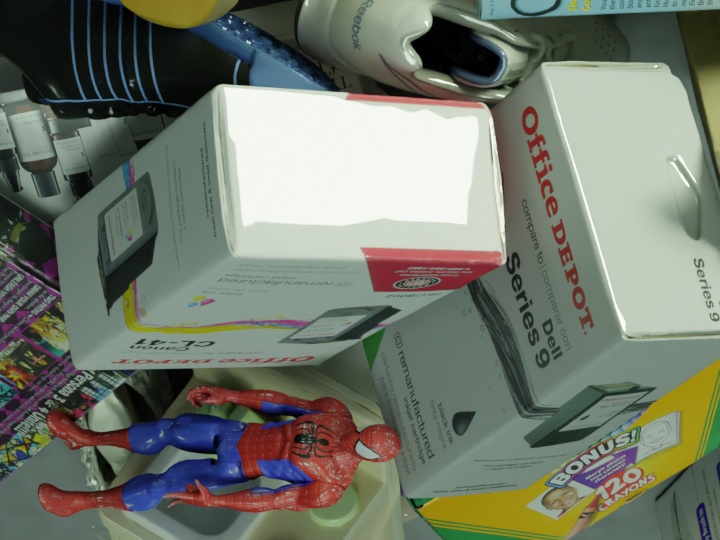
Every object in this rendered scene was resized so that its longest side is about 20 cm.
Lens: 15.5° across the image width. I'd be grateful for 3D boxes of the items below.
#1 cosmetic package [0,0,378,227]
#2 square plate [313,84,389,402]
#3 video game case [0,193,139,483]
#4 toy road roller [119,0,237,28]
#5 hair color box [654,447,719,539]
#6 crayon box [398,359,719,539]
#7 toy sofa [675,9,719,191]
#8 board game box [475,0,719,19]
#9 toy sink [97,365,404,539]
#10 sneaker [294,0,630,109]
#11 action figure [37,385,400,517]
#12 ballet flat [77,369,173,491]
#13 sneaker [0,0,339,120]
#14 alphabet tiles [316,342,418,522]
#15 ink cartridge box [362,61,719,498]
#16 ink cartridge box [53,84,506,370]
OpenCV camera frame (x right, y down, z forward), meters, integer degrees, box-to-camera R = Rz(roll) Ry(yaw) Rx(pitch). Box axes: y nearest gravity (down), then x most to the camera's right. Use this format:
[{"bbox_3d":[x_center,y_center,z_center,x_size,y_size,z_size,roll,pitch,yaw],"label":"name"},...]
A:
[{"bbox_3d":[-0.092,-0.079,1.343,0.199,0.051,0.083,-11,120,9],"label":"cosmetic package"},{"bbox_3d":[0.000,0.000,1.439,0.200,0.029,0.198,35,118,-22],"label":"square plate"},{"bbox_3d":[-0.220,0.024,1.397,0.181,0.036,0.200,34,140,-16],"label":"video game case"},{"bbox_3d":[-0.094,-0.224,1.189,0.145,0.123,0.201,20,125,-5],"label":"toy road roller"},{"bbox_3d":[0.258,0.124,1.532,0.065,0.110,0.200,22,127,-25],"label":"hair color box"},{"bbox_3d":[0.123,0.083,1.474,0.199,0.058,0.119,-32,145,7],"label":"crayon box"},{"bbox_3d":[0.205,-0.082,1.282,0.082,0.200,0.098,-14,125,8],"label":"toy sofa"},{"bbox_3d":[0.151,-0.192,1.243,0.199,0.103,0.105,-2,131,-3],"label":"board game box"},{"bbox_3d":[-0.059,0.140,1.444,0.130,0.112,0.200,27,151,19],"label":"toy sink"},{"bbox_3d":[0.062,-0.105,1.294,0.199,0.087,0.075,1,112,-40],"label":"sneaker"},{"bbox_3d":[-0.072,0.094,1.352,0.199,0.066,0.052,-5,152,22],"label":"action figure"},{"bbox_3d":[-0.133,0.102,1.512,0.071,0.072,0.201,-11,133,5],"label":"ballet flat"},{"bbox_3d":[-0.109,-0.100,1.278,0.199,0.070,0.078,26,101,13],"label":"sneaker"},{"bbox_3d":[0.006,0.059,1.511,0.200,0.015,0.196,-34,120,23],"label":"alphabet tiles"},{"bbox_3d":[0.085,0.006,1.290,0.084,0.147,0.200,-2,155,-33],"label":"ink cartridge box"},{"bbox_3d":[-0.042,-0.016,1.268,0.147,0.086,0.200,0,163,-27],"label":"ink cartridge box"}]
